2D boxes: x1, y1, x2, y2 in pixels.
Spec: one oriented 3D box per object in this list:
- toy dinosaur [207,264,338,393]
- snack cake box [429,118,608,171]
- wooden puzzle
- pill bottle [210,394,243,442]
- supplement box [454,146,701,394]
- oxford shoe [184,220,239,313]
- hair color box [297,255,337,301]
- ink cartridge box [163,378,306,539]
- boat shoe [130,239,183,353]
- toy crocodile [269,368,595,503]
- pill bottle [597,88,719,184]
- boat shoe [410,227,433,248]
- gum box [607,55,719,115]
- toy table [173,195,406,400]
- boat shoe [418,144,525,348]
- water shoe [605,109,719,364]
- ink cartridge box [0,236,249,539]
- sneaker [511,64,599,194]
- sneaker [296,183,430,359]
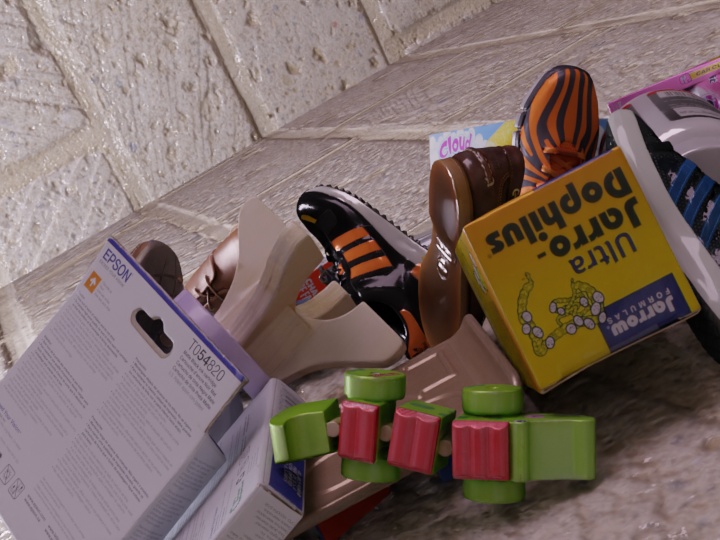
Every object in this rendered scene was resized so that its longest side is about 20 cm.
[{"bbox_3d":[-0.074,0.092,1.192,0.182,0.199,0.105,-46,49,15],"label":"toy dinosaur"},{"bbox_3d":[0.168,-0.113,1.309,0.114,0.068,0.199,-3,1,-28],"label":"snack cake box"},{"bbox_3d":[0.020,0.120,0.907,0.199,0.047,0.185,-33,13,1],"label":"wooden puzzle"},{"bbox_3d":[-0.199,0.136,1.126,0.199,0.112,0.111,-13,20,47],"label":"pill bottle"},{"bbox_3d":[0.133,0.004,0.845,0.108,0.111,0.200,-27,-4,1],"label":"supplement box"},{"bbox_3d":[-0.126,0.012,1.230,0.071,0.072,0.200,-39,-1,-30],"label":"oxford shoe"},{"bbox_3d":[-0.098,0.060,1.289,0.199,0.064,0.111,-34,7,-16],"label":"hair color box"},{"bbox_3d":[-0.109,0.186,0.865,0.201,0.043,0.197,-51,10,10],"label":"ink cartridge box"},{"bbox_3d":[-0.200,0.066,1.017,0.071,0.076,0.202,1,60,31],"label":"boat shoe"},{"bbox_3d":[0.042,0.100,0.772,0.197,0.069,0.062,5,4,17],"label":"toy crocodile"},{"bbox_3d":[0.246,-0.066,0.978,0.113,0.115,0.200,-25,14,11],"label":"pill bottle"},{"bbox_3d":[0.094,-0.010,1.204,0.199,0.071,0.072,-24,37,-1],"label":"boat shoe"},{"bbox_3d":[0.302,-0.146,1.161,0.112,0.067,0.200,-22,0,25],"label":"gum box"},{"bbox_3d":[-0.064,0.040,1.025,0.117,0.184,0.200,-44,-11,-6],"label":"toy table"},{"bbox_3d":[0.089,-0.011,1.005,0.069,0.202,0.071,-17,51,-21],"label":"boat shoe"},{"bbox_3d":[0.223,-0.028,0.827,0.078,0.202,0.072,-21,-31,-3],"label":"water shoe"},{"bbox_3d":[-0.181,0.107,0.916,0.201,0.041,0.199,-51,50,2],"label":"ink cartridge box"},{"bbox_3d":[0.163,-0.057,1.025,0.076,0.203,0.112,5,15,-14],"label":"sneaker"},{"bbox_3d":[0.000,0.000,1.140,0.199,0.070,0.090,34,72,28],"label":"sneaker"}]
